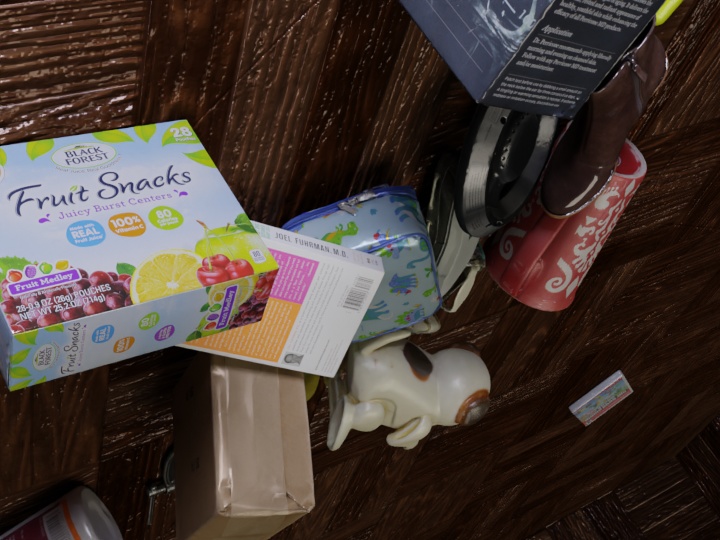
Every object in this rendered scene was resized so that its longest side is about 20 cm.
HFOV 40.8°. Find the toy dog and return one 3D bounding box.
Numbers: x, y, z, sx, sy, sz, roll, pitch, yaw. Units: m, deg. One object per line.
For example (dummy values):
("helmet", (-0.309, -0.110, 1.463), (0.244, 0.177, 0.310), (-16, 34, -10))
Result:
("toy dog", (0.066, 0.136, 1.219), (0.196, 0.141, 0.196), (9, 125, -17))

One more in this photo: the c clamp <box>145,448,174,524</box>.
("c clamp", (-0.199, 0.255, 1.306), (0.197, 0.027, 0.173), (-18, 144, -26))

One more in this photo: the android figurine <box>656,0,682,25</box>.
("android figurine", (0.260, -0.282, 0.931), (0.180, 0.041, 0.201), (2, 134, -50))

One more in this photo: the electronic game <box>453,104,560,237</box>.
("electronic game", (0.151, -0.129, 0.983), (0.200, 0.041, 0.203), (-44, 147, -38))

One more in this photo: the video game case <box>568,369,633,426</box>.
("video game case", (0.555, 0.296, 2.225), (0.142, 0.018, 0.200), (-38, 153, 7))

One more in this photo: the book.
("book", (-0.092, 0.023, 0.913), (0.196, 0.048, 0.135), (16, 121, -19))

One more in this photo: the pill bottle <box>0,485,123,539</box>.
("pill bottle", (-0.390, 0.359, 1.153), (0.198, 0.115, 0.115), (-32, 153, -4))

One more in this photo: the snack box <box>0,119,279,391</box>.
("snack box", (-0.185, -0.021, 0.706), (0.197, 0.170, 0.068), (-13, 144, -34))

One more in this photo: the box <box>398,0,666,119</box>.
("box", (0.116, -0.246, 0.645), (0.122, 0.202, 0.197), (-1, 139, -45))

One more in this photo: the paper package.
("paper package", (-0.129, 0.181, 1.020), (0.101, 0.195, 0.200), (3, 155, -21))

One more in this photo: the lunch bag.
("lunch bag", (0.000, 0.000, 1.025), (0.158, 0.084, 0.201), (-19, 152, 1))

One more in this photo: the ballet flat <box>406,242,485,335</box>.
("ballet flat", (0.087, 0.037, 1.221), (0.071, 0.073, 0.201), (4, 134, -51))

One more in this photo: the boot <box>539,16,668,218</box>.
("boot", (0.234, -0.155, 0.970), (0.202, 0.072, 0.166), (-55, 158, 4))

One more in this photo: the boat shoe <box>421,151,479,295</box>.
("boat shoe", (0.099, -0.052, 1.097), (0.071, 0.063, 0.202), (-43, 157, -36))

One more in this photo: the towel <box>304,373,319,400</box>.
("towel", (-0.076, 0.127, 1.185), (0.143, 0.023, 0.202), (-38, 161, -42))

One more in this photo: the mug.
("mug", (0.247, -0.056, 1.151), (0.131, 0.179, 0.202), (20, 128, -9))
